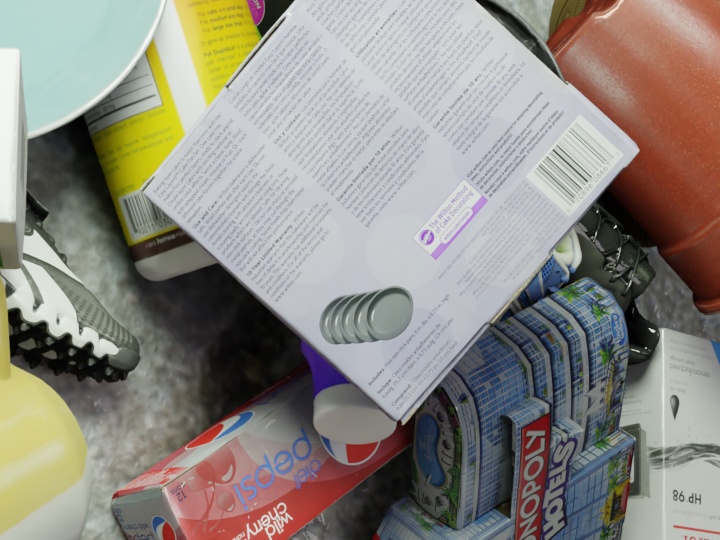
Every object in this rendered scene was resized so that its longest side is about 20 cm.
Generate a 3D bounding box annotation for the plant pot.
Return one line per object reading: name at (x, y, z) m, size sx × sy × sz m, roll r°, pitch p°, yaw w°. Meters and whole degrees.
plant pot at (0.221, -0.112, 1.082) m, size 0.195 × 0.201 × 0.201 m, roll 41°, pitch 56°, yaw -5°

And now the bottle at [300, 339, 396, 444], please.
bottle at (0.000, 0.000, 0.958) m, size 0.064 × 0.084 × 0.202 m, roll 4°, pitch 57°, yaw -4°

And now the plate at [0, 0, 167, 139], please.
plate at (-0.196, -0.153, 0.864) m, size 0.197 × 0.026 × 0.203 m, roll 0°, pitch 70°, yaw 0°

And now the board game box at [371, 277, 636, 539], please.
board game box at (0.084, 0.133, 1.014) m, size 0.199 × 0.061 × 0.202 m, roll -27°, pitch 133°, yaw -35°

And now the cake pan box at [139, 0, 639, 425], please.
cake pan box at (0.016, -0.056, 0.853) m, size 0.184 × 0.052 × 0.200 m, roll 40°, pitch 96°, yaw -7°

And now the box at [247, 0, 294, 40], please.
box at (-0.033, -0.233, 0.960) m, size 0.124 × 0.199 × 0.149 m, roll -41°, pitch 107°, yaw -37°

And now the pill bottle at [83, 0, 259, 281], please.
pill bottle at (-0.105, -0.104, 0.932) m, size 0.109 × 0.109 × 0.202 m, roll -21°, pitch 94°, yaw -40°

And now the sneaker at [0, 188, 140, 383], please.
sneaker at (-0.189, -0.014, 0.870) m, size 0.199 × 0.066 × 0.091 m, roll 33°, pitch 63°, yaw -27°

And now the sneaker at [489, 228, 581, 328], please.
sneaker at (0.093, 0.005, 1.041) m, size 0.076 × 0.076 × 0.202 m, roll -45°, pitch 152°, yaw -56°

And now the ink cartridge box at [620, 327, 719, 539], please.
ink cartridge box at (0.230, 0.152, 1.181) m, size 0.115 × 0.066 × 0.203 m, roll 14°, pitch 72°, yaw -38°

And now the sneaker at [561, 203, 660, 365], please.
sneaker at (0.149, -0.016, 1.107) m, size 0.076 × 0.090 × 0.201 m, roll -54°, pitch 133°, yaw -34°

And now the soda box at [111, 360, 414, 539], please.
soda box at (-0.046, 0.109, 0.964) m, size 0.199 × 0.063 × 0.071 m, roll -32°, pitch 100°, yaw -39°

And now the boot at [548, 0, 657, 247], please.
boot at (0.225, -0.137, 1.239) m, size 0.154 × 0.072 × 0.202 m, roll -29°, pitch 103°, yaw -40°

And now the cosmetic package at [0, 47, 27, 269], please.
cosmetic package at (-0.253, -0.054, 0.749) m, size 0.197 × 0.108 × 0.086 m, roll 1°, pitch 79°, yaw -9°

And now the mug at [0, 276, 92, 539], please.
mug at (-0.200, 0.102, 0.773) m, size 0.153 × 0.187 × 0.150 m, roll -24°, pitch 74°, yaw -48°
